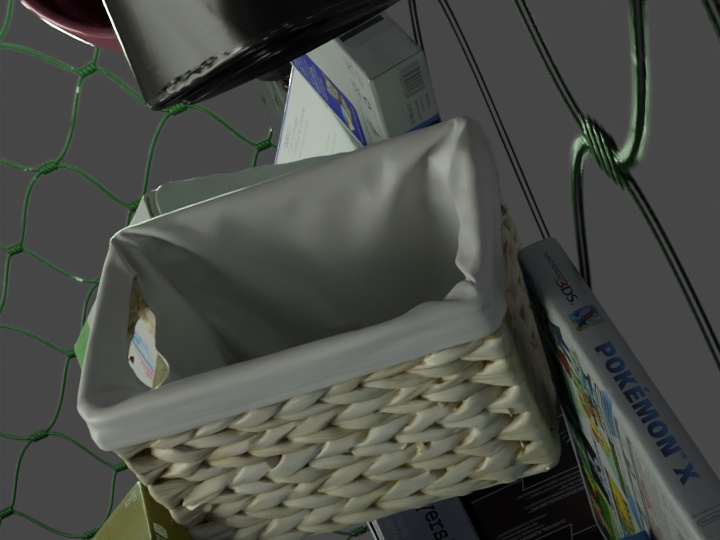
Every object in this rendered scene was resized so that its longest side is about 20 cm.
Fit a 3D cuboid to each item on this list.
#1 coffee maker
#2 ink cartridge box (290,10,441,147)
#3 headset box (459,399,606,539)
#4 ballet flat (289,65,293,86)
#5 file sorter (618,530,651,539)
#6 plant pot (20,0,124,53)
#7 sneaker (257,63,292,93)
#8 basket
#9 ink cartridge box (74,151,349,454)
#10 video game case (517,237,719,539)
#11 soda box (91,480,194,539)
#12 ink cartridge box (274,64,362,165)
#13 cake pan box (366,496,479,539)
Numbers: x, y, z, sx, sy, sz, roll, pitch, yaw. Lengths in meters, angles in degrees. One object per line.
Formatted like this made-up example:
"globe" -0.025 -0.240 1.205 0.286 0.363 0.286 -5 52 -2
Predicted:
"coffee maker" -0.090 -0.178 0.742 0.200 0.192 0.135 65 160 -2
"ink cartridge box" -0.018 -0.137 0.959 0.200 0.039 0.099 50 168 38
"headset box" 0.112 0.169 0.916 0.149 0.075 0.200 74 171 -64
"ballet flat" -0.016 -0.111 1.125 0.069 0.063 0.200 68 177 -66
"file sorter" 0.069 0.228 0.704 0.123 0.139 0.200 61 158 28
"plant pot" -0.128 -0.236 1.131 0.200 0.200 0.179 66 -168 13
"sneaker" -0.052 -0.174 1.319 0.200 0.076 0.116 -99 -15 -57
"basket" -0.013 0.037 0.783 0.136 0.200 0.123 -89 -23 -48
"ink cartridge box" -0.075 0.021 0.994 0.088 0.145 0.200 65 150 21
"video game case" 0.129 0.110 0.714 0.182 0.022 0.200 -117 4 -48
"soda box" -0.048 0.192 0.835 0.200 0.064 0.068 36 -172 -21
"ink cartridge box" 0.000 0.000 1.049 0.200 0.043 0.198 57 147 35
"cake pan box" 0.045 0.174 0.936 0.184 0.052 0.200 80 166 -64
